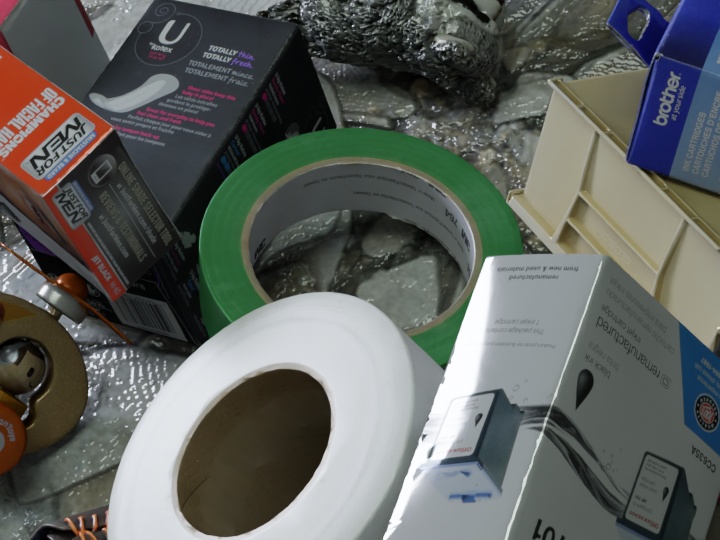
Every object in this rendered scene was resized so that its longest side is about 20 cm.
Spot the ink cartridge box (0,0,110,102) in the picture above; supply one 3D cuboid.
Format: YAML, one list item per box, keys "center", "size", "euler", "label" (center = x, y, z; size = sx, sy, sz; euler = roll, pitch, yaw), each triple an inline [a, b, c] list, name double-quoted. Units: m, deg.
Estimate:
- center: [-0.289, -0.163, 1.496]
  size: [0.200, 0.145, 0.084]
  euler: [14, 58, 27]
  label: "ink cartridge box"

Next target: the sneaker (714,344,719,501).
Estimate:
- center: [0.146, 0.111, 1.170]
  size: [0.088, 0.081, 0.200]
  euler: [27, 63, 32]
  label: "sneaker"

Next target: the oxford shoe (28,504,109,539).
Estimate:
- center: [-0.143, 0.168, 1.224]
  size: [0.200, 0.073, 0.071]
  euler: [-37, 49, -13]
  label: "oxford shoe"

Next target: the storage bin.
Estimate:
- center: [0.227, -0.035, 1.203]
  size: [0.199, 0.094, 0.199]
  euler: [-11, 43, -29]
  label: "storage bin"

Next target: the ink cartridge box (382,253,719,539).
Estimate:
- center: [0.100, 0.113, 1.042]
  size: [0.086, 0.146, 0.200]
  euler: [-3, 58, 44]
  label: "ink cartridge box"

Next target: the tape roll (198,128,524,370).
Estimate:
- center: [0.000, 0.000, 1.292]
  size: [0.200, 0.048, 0.201]
  euler: [2, 49, -2]
  label: "tape roll"

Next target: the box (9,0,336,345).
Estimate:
- center: [-0.121, -0.068, 1.388]
  size: [0.122, 0.106, 0.200]
  euler: [15, 59, 28]
  label: "box"

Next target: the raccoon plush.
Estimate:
- center: [0.009, -0.143, 1.448]
  size: [0.200, 0.097, 0.134]
  euler: [-39, 58, 24]
  label: "raccoon plush"

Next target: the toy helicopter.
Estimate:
- center: [-0.229, 0.020, 1.301]
  size: [0.132, 0.200, 0.079]
  euler: [-29, 20, -15]
  label: "toy helicopter"

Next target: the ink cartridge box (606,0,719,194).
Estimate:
- center: [0.230, -0.097, 1.147]
  size: [0.199, 0.077, 0.137]
  euler: [18, 37, 10]
  label: "ink cartridge box"

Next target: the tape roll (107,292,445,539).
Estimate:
- center: [-0.017, 0.131, 1.129]
  size: [0.202, 0.139, 0.203]
  euler: [-24, 43, 25]
  label: "tape roll"

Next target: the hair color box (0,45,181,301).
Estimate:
- center: [-0.208, -0.076, 1.280]
  size: [0.064, 0.111, 0.200]
  euler: [-45, 52, -15]
  label: "hair color box"
